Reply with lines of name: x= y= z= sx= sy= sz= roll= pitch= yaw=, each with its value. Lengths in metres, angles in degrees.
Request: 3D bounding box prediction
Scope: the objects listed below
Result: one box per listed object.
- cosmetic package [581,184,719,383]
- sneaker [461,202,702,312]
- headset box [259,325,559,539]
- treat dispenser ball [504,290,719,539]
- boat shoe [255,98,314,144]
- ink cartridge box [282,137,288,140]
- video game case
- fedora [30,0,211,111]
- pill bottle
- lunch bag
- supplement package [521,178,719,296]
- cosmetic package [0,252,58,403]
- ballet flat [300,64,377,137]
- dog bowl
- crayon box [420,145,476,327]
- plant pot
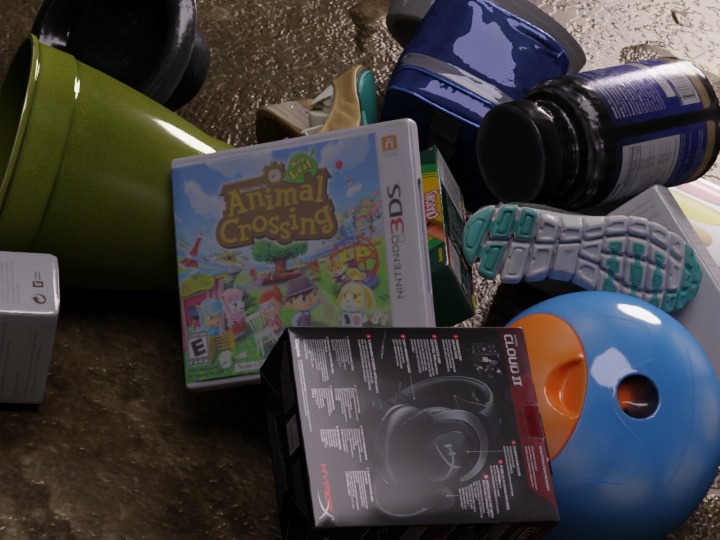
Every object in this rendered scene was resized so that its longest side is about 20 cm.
cosmetic package: x=0.259 y=0.038 z=1.717 sx=0.201 sy=0.101 sz=0.074 roll=60 pitch=15 yaw=8
sneaker: x=0.174 y=-0.019 z=1.667 sx=0.199 sy=0.078 sz=0.091 roll=15 pitch=9 yaw=-8
headset box: x=0.041 y=0.120 z=1.449 sx=0.199 sy=0.077 sz=0.150 roll=1 pitch=63 yaw=-21
treat dispenser ball: x=0.177 y=0.116 z=1.588 sx=0.200 sy=0.202 sz=0.201 roll=9 pitch=41 yaw=-8
boat shoe: x=-0.008 y=-0.094 z=1.860 sx=0.069 sy=0.074 sz=0.200 roll=-28 pitch=56 yaw=-32
ink cartridge box: x=-0.075 y=-0.040 z=1.725 sx=0.094 sy=0.037 sz=0.200 roll=-33 pitch=28 yaw=3
video game case: x=-0.045 y=-0.011 z=1.584 sx=0.199 sy=0.022 sz=0.183 roll=-9 pitch=78 yaw=17
fedora: x=-0.205 y=-0.195 z=1.878 sx=0.091 sy=0.201 sz=0.201 roll=26 pitch=23 yaw=-50
pill bottle: x=0.198 y=-0.111 z=1.739 sx=0.199 sy=0.112 sz=0.112 roll=-13 pitch=48 yaw=-36
lunch bag: x=0.089 y=-0.137 z=1.852 sx=0.135 sy=0.200 sz=0.133 roll=30 pitch=70 yaw=8
supplement package: x=0.247 y=-0.024 z=1.837 sx=0.199 sy=0.110 sz=0.114 roll=25 pitch=41 yaw=10
cosmetic package: x=-0.333 y=0.040 z=1.574 sx=0.199 sy=0.102 sz=0.074 roll=5 pitch=41 yaw=-15
ballet flat: x=-0.019 y=-0.127 z=1.782 sx=0.063 sy=0.069 sz=0.200 roll=-6 pitch=22 yaw=4
dog bowl: x=0.112 y=-0.216 z=1.962 sx=0.199 sy=0.200 sz=0.059 roll=27 pitch=82 yaw=12
crayon box: x=0.000 y=0.000 z=1.673 sx=0.172 sy=0.058 sz=0.200 roll=-24 pitch=27 yaw=12
plant pot: x=-0.206 y=-0.066 z=1.693 sx=0.192 sy=0.201 sz=0.201 roll=17 pitch=39 yaw=-17
